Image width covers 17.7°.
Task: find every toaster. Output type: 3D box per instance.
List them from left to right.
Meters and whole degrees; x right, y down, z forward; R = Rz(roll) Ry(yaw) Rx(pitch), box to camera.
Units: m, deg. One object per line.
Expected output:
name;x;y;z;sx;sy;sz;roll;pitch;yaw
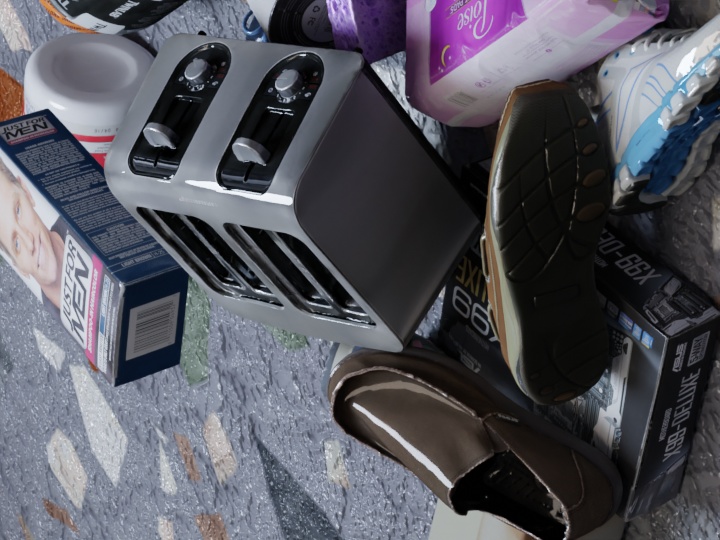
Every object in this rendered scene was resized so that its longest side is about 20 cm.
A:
toaster;-0.039;-0.048;1.460;0.181;0.119;0.200;12;153;42

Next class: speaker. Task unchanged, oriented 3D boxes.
speaker;-0.053;-0.220;1.537;0.200;0.081;0.081;-119;28;-47

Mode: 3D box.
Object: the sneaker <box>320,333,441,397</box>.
sneaker;0.035;0.078;1.577;0.082;0.200;0.070;17;92;15

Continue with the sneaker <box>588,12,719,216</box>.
sneaker;0.175;-0.112;1.308;0.087;0.075;0.200;65;149;19

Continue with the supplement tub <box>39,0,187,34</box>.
supplement tub;-0.165;-0.247;1.707;0.200;0.122;0.123;-23;88;59

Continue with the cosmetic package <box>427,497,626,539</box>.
cosmetic package;0.107;0.197;1.564;0.087;0.103;0.200;47;144;34

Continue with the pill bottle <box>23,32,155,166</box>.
pill bottle;-0.223;-0.086;1.903;0.112;0.112;0.200;44;141;35

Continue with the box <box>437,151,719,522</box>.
box;0.134;0.038;1.476;0.200;0.050;0.158;44;141;36

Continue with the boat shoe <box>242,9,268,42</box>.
boat shoe;-0.056;-0.158;1.627;0.069;0.084;0.200;61;146;3

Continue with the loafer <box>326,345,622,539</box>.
loafer;0.065;0.109;1.438;0.200;0.071;0.073;23;119;14

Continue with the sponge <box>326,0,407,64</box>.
sponge;0.016;-0.237;1.440;0.030;0.111;0.200;6;113;51

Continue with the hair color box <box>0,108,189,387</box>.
hair color box;-0.203;-0.018;1.669;0.200;0.060;0.100;45;141;36

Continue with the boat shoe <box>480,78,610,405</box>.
boat shoe;0.101;-0.018;1.374;0.074;0.076;0.200;-132;36;-58

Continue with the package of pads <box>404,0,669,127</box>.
package of pads;0.101;-0.171;1.352;0.200;0.076;0.121;-30;54;58
